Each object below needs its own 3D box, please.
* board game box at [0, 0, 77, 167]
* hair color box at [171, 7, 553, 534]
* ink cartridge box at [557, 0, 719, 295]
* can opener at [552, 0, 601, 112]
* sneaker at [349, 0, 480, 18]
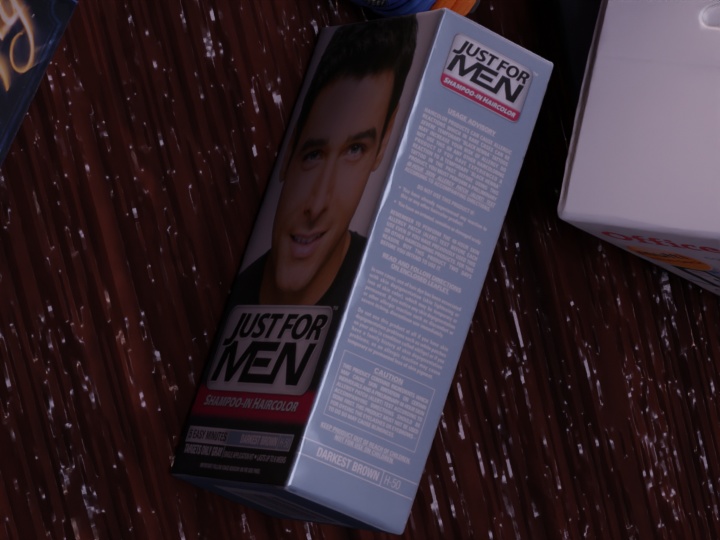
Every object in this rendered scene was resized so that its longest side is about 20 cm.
[{"bbox_3d":[-0.205,-0.044,0.993,0.135,0.035,0.200,30,75,-28],"label":"board game box"},{"bbox_3d":[0.000,0.000,1.083,0.061,0.099,0.200,25,77,-29],"label":"hair color box"},{"bbox_3d":[0.204,-0.060,1.145,0.200,0.147,0.145,22,78,-52],"label":"ink cartridge box"},{"bbox_3d":[0.076,-0.154,1.170,0.067,0.053,0.200,-12,98,1],"label":"can opener"},{"bbox_3d":[0.030,-0.190,1.085,0.078,0.075,0.200,8,113,-22],"label":"sneaker"}]
